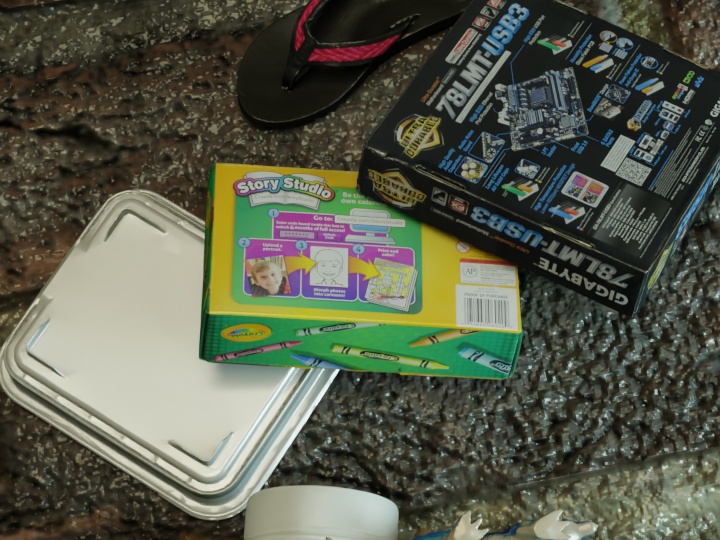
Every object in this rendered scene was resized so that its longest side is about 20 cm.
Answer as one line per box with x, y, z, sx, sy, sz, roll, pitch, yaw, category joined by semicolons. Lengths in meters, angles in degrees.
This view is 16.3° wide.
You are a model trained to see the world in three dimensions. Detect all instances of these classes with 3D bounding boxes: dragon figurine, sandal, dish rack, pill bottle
0.066;0.180;1.518;0.200;0.099;0.059;-7;76;-22;dragon figurine
-0.001;-0.168;1.693;0.200;0.045;0.075;-32;72;-6;sandal
-0.123;0.047;1.631;0.200;0.044;0.172;30;76;14;dish rack
-0.029;0.238;1.520;0.113;0.113;0.201;1;71;5;pill bottle

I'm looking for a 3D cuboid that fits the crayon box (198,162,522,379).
0.000;0.000;1.596;0.199;0.058;0.119;4;54;-5;crayon box

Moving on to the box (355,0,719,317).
0.128;-0.085;1.613;0.198;0.050;0.200;24;48;13;box
